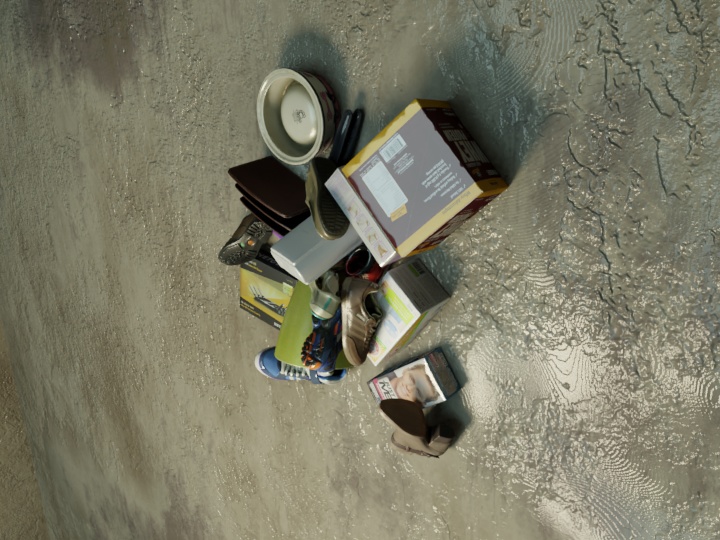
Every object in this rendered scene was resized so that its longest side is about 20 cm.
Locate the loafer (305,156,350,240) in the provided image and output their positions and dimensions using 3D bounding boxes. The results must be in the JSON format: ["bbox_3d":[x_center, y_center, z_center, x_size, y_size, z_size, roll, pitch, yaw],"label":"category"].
[{"bbox_3d":[-0.067,-0.134,1.569,0.068,0.075,0.201,121,149,-47],"label":"loafer"}]

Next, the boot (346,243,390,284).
[{"bbox_3d":[0.000,0.000,1.636,0.073,0.144,0.200,49,135,13],"label":"boot"}]

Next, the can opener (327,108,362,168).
[{"bbox_3d":[-0.038,-0.239,1.634,0.078,0.063,0.201,33,118,25],"label":"can opener"}]

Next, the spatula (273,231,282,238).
[{"bbox_3d":[-0.142,-0.078,1.824,0.199,0.021,0.057,19,137,34],"label":"spatula"}]

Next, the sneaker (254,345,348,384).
[{"bbox_3d":[-0.125,0.215,1.814,0.146,0.199,0.081,-13,65,59],"label":"sneaker"}]

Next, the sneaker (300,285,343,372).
[{"bbox_3d":[-0.062,0.122,1.651,0.075,0.201,0.078,4,152,37],"label":"sneaker"}]

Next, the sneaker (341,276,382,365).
[{"bbox_3d":[0.007,0.108,1.584,0.075,0.071,0.201,6,122,20],"label":"sneaker"}]

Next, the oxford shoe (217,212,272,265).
[{"bbox_3d":[-0.267,-0.080,1.882,0.200,0.072,0.085,-37,36,34],"label":"oxford shoe"}]

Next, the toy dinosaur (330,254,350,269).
[{"bbox_3d":[-0.043,-0.029,1.685,0.058,0.101,0.200,55,167,-21],"label":"toy dinosaur"}]

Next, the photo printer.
[{"bbox_3d":[-0.074,-0.067,1.629,0.070,0.200,0.166,57,168,-25],"label":"photo printer"}]

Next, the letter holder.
[{"bbox_3d":[-0.194,-0.148,1.759,0.200,0.142,0.101,38,130,26],"label":"letter holder"}]

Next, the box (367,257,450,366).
[{"bbox_3d":[0.073,0.088,1.633,0.113,0.101,0.200,51,135,15],"label":"box"}]

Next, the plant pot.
[{"bbox_3d":[-0.089,0.095,1.754,0.186,0.186,0.202,13,101,40],"label":"plant pot"}]

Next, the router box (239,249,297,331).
[{"bbox_3d":[-0.209,0.051,1.923,0.199,0.052,0.158,25,122,35],"label":"router box"}]

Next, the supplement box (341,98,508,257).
[{"bbox_3d":[0.116,-0.166,1.428,0.197,0.133,0.201,-40,79,29],"label":"supplement box"}]

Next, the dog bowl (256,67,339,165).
[{"bbox_3d":[-0.126,-0.326,1.667,0.199,0.074,0.202,19,119,38],"label":"dog bowl"}]

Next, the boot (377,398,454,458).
[{"bbox_3d":[0.100,0.342,1.682,0.199,0.071,0.146,27,145,-11],"label":"boot"}]

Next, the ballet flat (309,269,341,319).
[{"bbox_3d":[-0.066,0.032,1.591,0.200,0.069,0.070,-104,11,-68],"label":"ballet flat"}]

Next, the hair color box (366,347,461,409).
[{"bbox_3d":[0.110,0.245,1.696,0.200,0.060,0.101,-31,85,46],"label":"hair color box"}]

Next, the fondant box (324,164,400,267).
[{"bbox_3d":[0.043,-0.120,1.542,0.201,0.144,0.058,55,134,11],"label":"fondant box"}]
